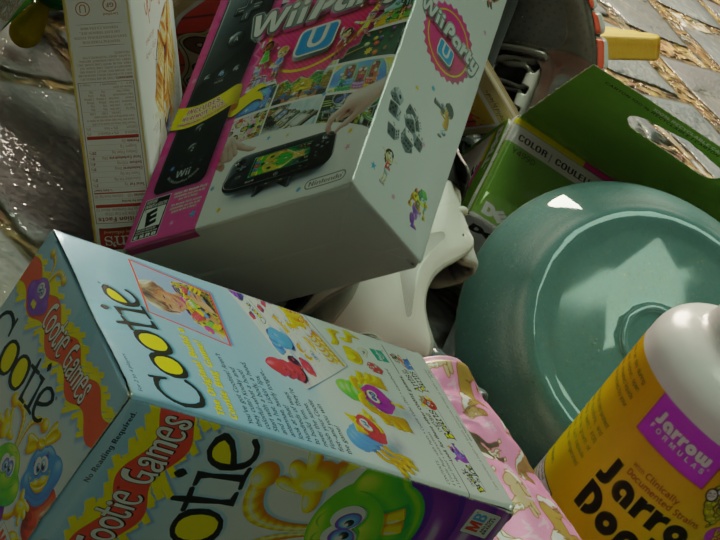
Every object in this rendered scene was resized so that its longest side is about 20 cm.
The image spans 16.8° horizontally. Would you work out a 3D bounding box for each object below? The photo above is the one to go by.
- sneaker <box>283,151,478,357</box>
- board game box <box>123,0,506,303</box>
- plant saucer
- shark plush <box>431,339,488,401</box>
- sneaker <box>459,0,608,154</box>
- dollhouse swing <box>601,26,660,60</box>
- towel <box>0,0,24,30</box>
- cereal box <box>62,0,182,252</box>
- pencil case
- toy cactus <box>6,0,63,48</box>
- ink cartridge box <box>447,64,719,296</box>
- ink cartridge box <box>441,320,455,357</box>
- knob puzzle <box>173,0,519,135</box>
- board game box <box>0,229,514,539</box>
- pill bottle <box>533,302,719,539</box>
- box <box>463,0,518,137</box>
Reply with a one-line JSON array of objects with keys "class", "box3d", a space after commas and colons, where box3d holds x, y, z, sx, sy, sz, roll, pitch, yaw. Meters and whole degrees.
[{"class": "sneaker", "box3d": [0.021, -0.034, 1.231, 0.088, 0.074, 0.201, 29, 54, -18]}, {"class": "board game box", "box3d": [-0.017, -0.083, 1.177, 0.064, 0.147, 0.201, 47, 46, -33]}, {"class": "plant saucer", "box3d": [0.148, 0.042, 1.274, 0.199, 0.036, 0.201, 6, 69, -17]}, {"class": "shark plush", "box3d": [0.000, 0.000, 1.275, 0.091, 0.083, 0.200, 22, 25, -35]}, {"class": "sneaker", "box3d": [0.097, -0.097, 1.502, 0.077, 0.201, 0.082, 14, 15, 34]}, {"class": "dollhouse swing", "box3d": [0.093, -0.221, 1.674, 0.175, 0.183, 0.200, -18, 19, -28]}, {"class": "towel", "box3d": [-0.176, -0.122, 1.088, 0.031, 0.200, 0.149, 30, 21, -29]}, {"class": "cereal box", "box3d": [-0.118, -0.124, 1.221, 0.039, 0.201, 0.144, -4, 24, 4]}, {"class": "pencil case", "box3d": [0.060, 0.128, 1.084, 0.200, 0.083, 0.086, 53, 15, 30]}, {"class": "toy cactus", "box3d": [-0.145, -0.190, 1.368, 0.200, 0.164, 0.103, -36, 118, -60]}, {"class": "ink cartridge box", "box3d": [0.133, -0.023, 1.386, 0.147, 0.076, 0.200, 32, -23, -10]}, {"class": "ink cartridge box", "box3d": [0.126, 0.101, 1.326, 0.196, 0.043, 0.200, 36, 19, -2]}, {"class": "knob puzzle", "box3d": [-0.031, -0.112, 1.387, 0.219, 0.219, 0.031, 24, 58, -30]}, {"class": "board game box", "box3d": [-0.056, 0.079, 0.986, 0.199, 0.103, 0.105, 20, 26, -38]}, {"class": "pill bottle", "box3d": [0.154, 0.088, 1.159, 0.104, 0.200, 0.104, 29, 26, -15]}, {"class": "box", "box3d": [-0.025, -0.175, 1.483, 0.199, 0.125, 0.148, 25, -8, -28]}]
